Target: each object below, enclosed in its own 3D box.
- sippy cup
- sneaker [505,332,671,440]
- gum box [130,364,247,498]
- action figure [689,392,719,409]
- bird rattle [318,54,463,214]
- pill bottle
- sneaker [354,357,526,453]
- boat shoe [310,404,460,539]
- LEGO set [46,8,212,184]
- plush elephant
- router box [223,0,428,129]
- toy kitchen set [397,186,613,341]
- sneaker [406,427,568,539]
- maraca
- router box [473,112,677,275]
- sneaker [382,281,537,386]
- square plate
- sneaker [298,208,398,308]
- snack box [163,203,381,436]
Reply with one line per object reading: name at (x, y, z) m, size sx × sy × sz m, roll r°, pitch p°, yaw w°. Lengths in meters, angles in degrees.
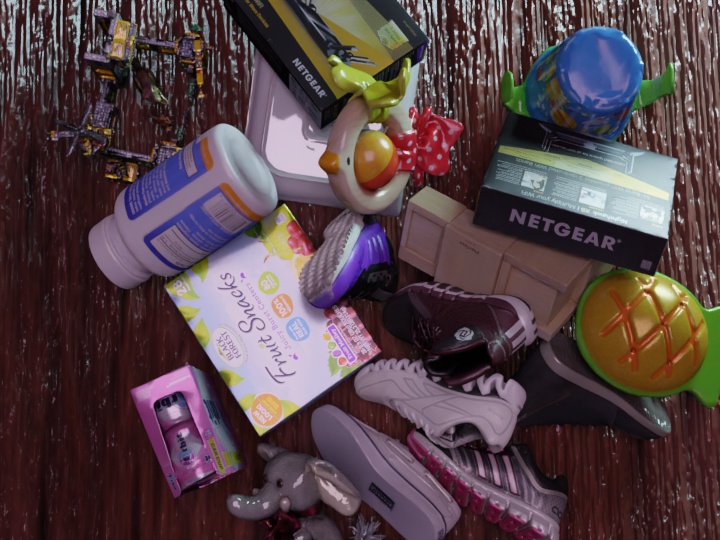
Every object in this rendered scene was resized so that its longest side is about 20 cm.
sippy cup at (0.260, -0.212, 1.244) m, size 0.177 × 0.130 × 0.140 m, roll -39°, pitch 85°, yaw -5°
sneaker at (0.252, 0.149, 1.237) m, size 0.199 × 0.075 × 0.106 m, roll 31°, pitch 127°, yaw -19°
gum box at (-0.177, 0.169, 1.148) m, size 0.065 × 0.200 × 0.115 m, roll -23°, pitch 82°, yaw -4°
action figure at (0.354, 0.097, 1.251) m, size 0.198 × 0.052 × 0.066 m, roll 30°, pitch 86°, yaw 5°
bird rattle at (0.018, -0.139, 1.193) m, size 0.112 × 0.200 × 0.164 m, roll 20°, pitch 71°, yaw 32°
pill bottle at (-0.199, -0.064, 1.204) m, size 0.199 × 0.112 × 0.113 m, roll -31°, pitch 84°, yaw 18°
sneaker at (0.078, 0.147, 1.192) m, size 0.198 × 0.075 × 0.082 m, roll 6°, pitch 66°, yaw 27°
boat shoe at (0.029, 0.218, 1.215) m, size 0.199 × 0.073 × 0.065 m, roll 38°, pitch 39°, yaw 23°
LEGO set at (-0.251, -0.203, 1.234) m, size 0.152 × 0.116 × 0.203 m, roll 19°, pitch 83°, yaw 1°
plush elephant at (-0.075, 0.268, 1.164) m, size 0.199 × 0.164 × 0.156 m, roll -29°, pitch 99°, yaw -33°
router box at (-0.042, -0.288, 1.262) m, size 0.157 × 0.052 × 0.201 m, roll -35°, pitch 77°, yaw -14°
toy kitchen set at (0.167, -0.006, 1.249) m, size 0.199 × 0.165 × 0.180 m, roll 30°, pitch 43°, yaw 22°
sneaker at (0.147, 0.223, 1.218) m, size 0.198 × 0.074 × 0.088 m, roll 30°, pitch 63°, yaw 14°
maraca at (0.326, 0.073, 1.182) m, size 0.197 × 0.107 × 0.139 m, roll 18°, pitch 79°, yaw -6°
router box at (0.234, -0.087, 1.176) m, size 0.197 × 0.053 × 0.158 m, roll 17°, pitch 40°, yaw 8°
sneaker at (0.079, 0.070, 1.159) m, size 0.115 × 0.198 × 0.076 m, roll -39°, pitch 117°, yaw -41°
square plate at (-0.038, -0.175, 1.283) m, size 0.197 × 0.028 × 0.201 m, roll 8°, pitch 83°, yaw -1°
sneaker at (0.000, 0.000, 1.191) m, size 0.069 × 0.201 × 0.100 m, roll -34°, pitch 105°, yaw 26°
snack box at (-0.098, 0.057, 1.232) m, size 0.168 × 0.068 × 0.201 m, roll -33°, pitch 83°, yaw -5°
